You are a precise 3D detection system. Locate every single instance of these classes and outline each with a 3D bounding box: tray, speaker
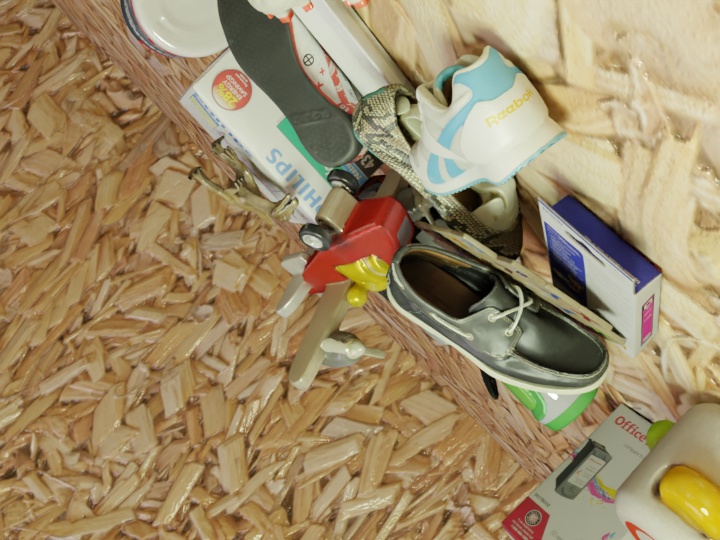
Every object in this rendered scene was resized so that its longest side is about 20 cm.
[{"bbox_3d":[0.007,-0.178,1.018,0.200,0.022,0.107,48,175,-25],"label":"tray"},{"bbox_3d":[0.176,0.086,1.339,0.200,0.088,0.088,46,174,0],"label":"speaker"}]

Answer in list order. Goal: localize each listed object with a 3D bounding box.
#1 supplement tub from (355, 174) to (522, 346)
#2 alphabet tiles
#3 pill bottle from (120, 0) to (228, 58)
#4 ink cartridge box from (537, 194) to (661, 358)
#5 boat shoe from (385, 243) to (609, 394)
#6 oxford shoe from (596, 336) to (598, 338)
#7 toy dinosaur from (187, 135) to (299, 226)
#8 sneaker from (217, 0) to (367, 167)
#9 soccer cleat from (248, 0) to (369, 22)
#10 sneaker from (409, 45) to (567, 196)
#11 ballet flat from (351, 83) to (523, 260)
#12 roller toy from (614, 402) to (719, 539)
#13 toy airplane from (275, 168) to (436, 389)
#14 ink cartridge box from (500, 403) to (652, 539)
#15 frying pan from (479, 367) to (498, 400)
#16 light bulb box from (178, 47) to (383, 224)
[{"bbox_3d":[0.065,-0.017,1.222,0.200,0.123,0.123,39,172,45],"label":"supplement tub"},{"bbox_3d":[0.130,0.009,0.986,0.166,0.006,0.200,32,178,-15],"label":"alphabet tiles"},{"bbox_3d":[-0.187,-0.281,1.222,0.120,0.120,0.200,47,175,-18],"label":"pill bottle"},{"bbox_3d":[0.187,0.002,0.913,0.095,0.037,0.200,44,177,23],"label":"ink cartridge box"},{"bbox_3d":[0.112,0.039,0.962,0.198,0.072,0.068,27,156,10],"label":"boat shoe"},{"bbox_3d":[0.177,0.059,1.224,0.075,0.071,0.200,42,179,-37],"label":"oxford shoe"},{"bbox_3d":[-0.125,-0.083,1.214,0.101,0.058,0.200,46,174,-21],"label":"toy dinosaur"},{"bbox_3d":[-0.053,-0.189,1.087,0.202,0.067,0.108,57,-159,-1],"label":"sneaker"},{"bbox_3d":[-0.039,-0.225,0.832,0.078,0.069,0.200,53,165,-23],"label":"soccer cleat"},{"bbox_3d":[0.076,-0.105,0.825,0.081,0.076,0.200,54,167,-7],"label":"sneaker"},{"bbox_3d":[0.080,-0.080,0.972,0.200,0.068,0.075,41,145,-18],"label":"ballet flat"},{"bbox_3d":[0.313,0.219,0.995,0.182,0.140,0.200,45,174,0],"label":"roller toy"},{"bbox_3d":[0.000,0.000,1.111,0.140,0.201,0.199,28,-161,-5],"label":"toy airplane"},{"bbox_3d":[0.275,0.264,1.286,0.086,0.200,0.147,49,173,-31],"label":"ink cartridge box"},{"bbox_3d":[0.144,0.081,1.444,0.114,0.031,0.191,8,-130,-51],"label":"frying pan"},{"bbox_3d":[-0.082,-0.160,1.273,0.198,0.125,0.200,47,173,-12],"label":"light bulb box"}]
